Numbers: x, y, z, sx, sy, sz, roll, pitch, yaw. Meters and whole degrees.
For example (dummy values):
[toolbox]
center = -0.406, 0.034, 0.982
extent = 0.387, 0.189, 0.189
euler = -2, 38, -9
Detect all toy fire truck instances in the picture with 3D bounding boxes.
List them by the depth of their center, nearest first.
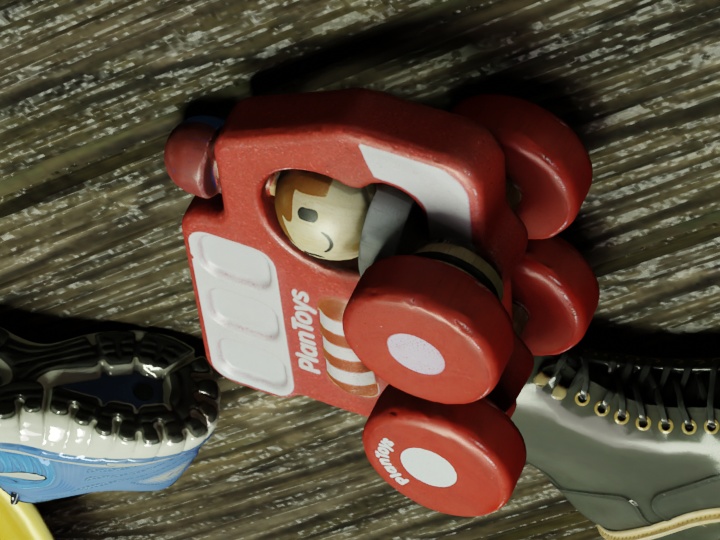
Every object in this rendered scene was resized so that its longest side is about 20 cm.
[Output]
[toy fire truck]
center = 0.000, 0.000, 1.172
extent = 0.167, 0.112, 0.200
euler = 16, 146, 18

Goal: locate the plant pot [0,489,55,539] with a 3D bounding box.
[plant pot]
center = -0.267, 0.183, 1.391
extent = 0.200, 0.201, 0.189
euler = 31, 153, -31

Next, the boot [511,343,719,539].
[boot]
center = 0.134, 0.055, 1.251
extent = 0.138, 0.078, 0.200
euler = 32, 136, -25

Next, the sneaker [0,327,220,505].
[sneaker]
center = -0.167, 0.071, 1.303
extent = 0.199, 0.079, 0.089
euler = 9, 142, -6
